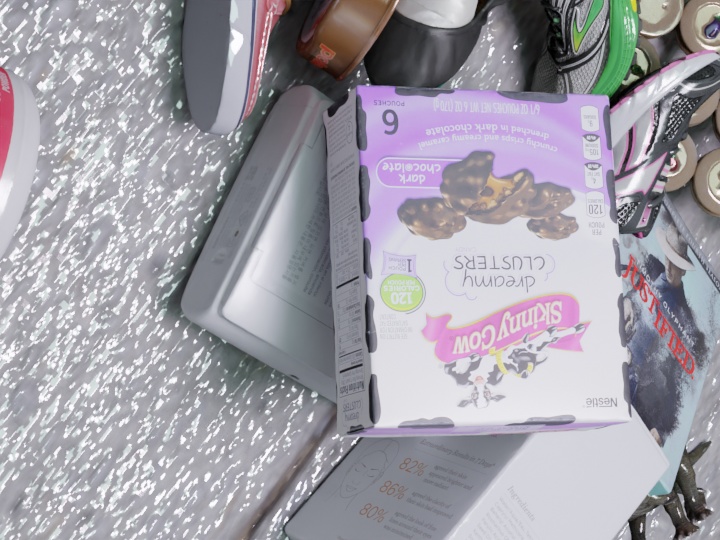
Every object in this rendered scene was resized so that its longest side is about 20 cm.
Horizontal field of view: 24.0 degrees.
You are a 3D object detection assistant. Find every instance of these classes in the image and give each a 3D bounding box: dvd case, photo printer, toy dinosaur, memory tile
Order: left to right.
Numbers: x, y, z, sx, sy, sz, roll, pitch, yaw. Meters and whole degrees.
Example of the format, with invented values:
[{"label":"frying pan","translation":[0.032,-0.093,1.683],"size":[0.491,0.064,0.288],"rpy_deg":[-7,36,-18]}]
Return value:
[{"label":"photo printer","translation":[0.000,0.000,1.098],"size":[0.199,0.069,0.168],"rpy_deg":[31,78,-32]},{"label":"dvd case","translation":[0.208,0.040,1.228],"size":[0.146,0.022,0.201],"rpy_deg":[52,43,-27]},{"label":"toy dinosaur","translation":[0.216,0.146,1.258],"size":[0.199,0.077,0.103],"rpy_deg":[-26,87,-38]},{"label":"memory tile","translation":[0.261,-0.121,1.239],"size":[0.198,0.017,0.155],"rpy_deg":[22,85,-8]}]

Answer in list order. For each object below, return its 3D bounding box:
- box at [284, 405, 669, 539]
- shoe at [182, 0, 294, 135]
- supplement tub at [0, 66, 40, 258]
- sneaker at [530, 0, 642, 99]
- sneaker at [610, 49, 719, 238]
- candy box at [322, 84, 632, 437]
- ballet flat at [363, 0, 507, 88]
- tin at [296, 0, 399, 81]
[{"label":"box","translation":[0.077,0.151,1.124],"size":[0.200,0.152,0.107],"rpy_deg":[-46,118,-19]},{"label":"shoe","translation":[-0.053,-0.182,1.037],"size":[0.090,0.071,0.202],"rpy_deg":[2,92,-31]},{"label":"supplement tub","translation":[-0.278,-0.071,0.862],"size":[0.199,0.140,0.142],"rpy_deg":[24,84,-34]},{"label":"sneaker","translation":[0.142,-0.187,1.139],"size":[0.084,0.078,0.201],"rpy_deg":[-8,129,-25]},{"label":"sneaker","translation":[0.184,-0.068,1.181],"size":[0.200,0.080,0.086],"rpy_deg":[-41,94,4]},{"label":"candy box","translation":[0.069,-0.003,1.016],"size":[0.166,0.071,0.202],"rpy_deg":[0,81,-19]},{"label":"ballet flat","translation":[0.057,-0.183,1.080],"size":[0.200,0.067,0.069],"rpy_deg":[-54,160,-47]},{"label":"tin","translation":[0.019,-0.212,1.055],"size":[0.042,0.112,0.201],"rpy_deg":[28,76,-8]}]
